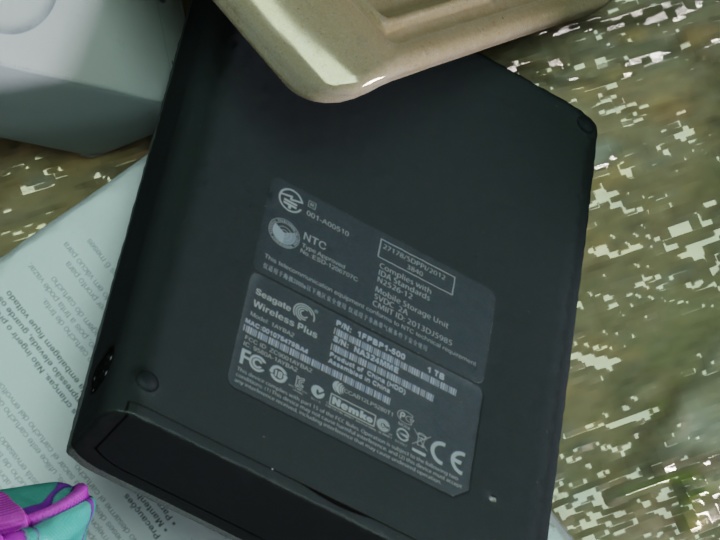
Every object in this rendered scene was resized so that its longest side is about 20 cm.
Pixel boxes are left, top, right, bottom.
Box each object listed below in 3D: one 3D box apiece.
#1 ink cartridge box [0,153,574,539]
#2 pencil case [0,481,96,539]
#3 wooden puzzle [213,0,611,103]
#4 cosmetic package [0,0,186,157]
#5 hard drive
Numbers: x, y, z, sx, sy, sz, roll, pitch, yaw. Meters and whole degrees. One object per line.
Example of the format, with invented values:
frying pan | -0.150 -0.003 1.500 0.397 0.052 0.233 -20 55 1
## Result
ink cartridge box | -0.060 0.083 0.838 0.200 0.043 0.197 -36 83 -18
pencil case | -0.109 0.157 0.737 0.085 0.092 0.201 -1 83 -13
wooden puzzle | -0.019 -0.136 0.883 0.185 0.037 0.200 50 33 9
cosmetic package | -0.125 -0.142 0.843 0.052 0.151 0.201 -19 76 26
hard drive | 0.000 0.000 0.833 0.139 0.033 0.200 27 46 -17
